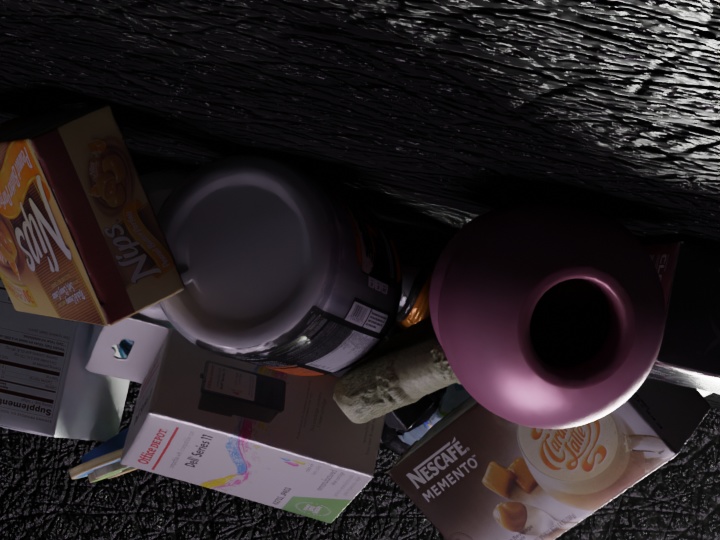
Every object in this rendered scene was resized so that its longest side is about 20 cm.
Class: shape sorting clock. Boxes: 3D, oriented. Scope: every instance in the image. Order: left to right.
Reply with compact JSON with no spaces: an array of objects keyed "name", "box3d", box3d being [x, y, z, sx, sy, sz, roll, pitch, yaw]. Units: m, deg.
[{"name":"shape sorting clock","box3d":[-0.124,0.128,1.623,0.199,0.039,0.200,-19,171,-3]}]

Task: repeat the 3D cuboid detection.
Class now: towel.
[{"name":"towel","box3d":[0.074,0.046,1.428,0.148,0.037,0.200,-22,-177,23]}]

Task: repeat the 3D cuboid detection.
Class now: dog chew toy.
[{"name":"dog chew toy","box3d":[0.094,0.018,1.207,0.124,0.125,0.200,13,-176,-12]}]

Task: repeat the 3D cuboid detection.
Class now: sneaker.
[{"name":"sneaker","box3d":[0.000,0.000,1.617,0.077,0.079,0.200,28,168,-19]}]

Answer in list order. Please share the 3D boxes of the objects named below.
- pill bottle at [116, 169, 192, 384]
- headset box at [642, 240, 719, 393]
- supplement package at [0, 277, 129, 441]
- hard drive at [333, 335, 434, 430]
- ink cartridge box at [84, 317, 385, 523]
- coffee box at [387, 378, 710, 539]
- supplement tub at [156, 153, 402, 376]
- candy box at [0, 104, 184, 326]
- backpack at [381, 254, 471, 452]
[{"name":"pill bottle","box3d":[-0.126,0.021,1.519,0.110,0.111,0.200,12,154,8]},{"name":"headset box","box3d":[0.223,0.034,1.300,0.148,0.075,0.200,13,176,-13]},{"name":"supplement package","box3d":[-0.248,0.014,1.580,0.146,0.201,0.191,11,176,8]},{"name":"hard drive","box3d":[-0.042,0.030,1.588,0.200,0.038,0.140,51,161,-18]},{"name":"ink cartridge box","box3d":[-0.093,0.103,1.466,0.199,0.068,0.117,17,153,-9]},{"name":"coffee box","box3d":[0.131,0.119,1.509,0.200,0.114,0.080,-40,-179,36]},{"name":"supplement tub","box3d":[-0.045,0.002,1.339,0.122,0.123,0.200,11,176,16]},{"name":"candy box","box3d":[-0.180,-0.033,1.275,0.055,0.116,0.200,-27,-168,-22]},{"name":"backpack","box3d":[0.079,0.059,1.665,0.153,0.164,0.200,4,169,2]}]
